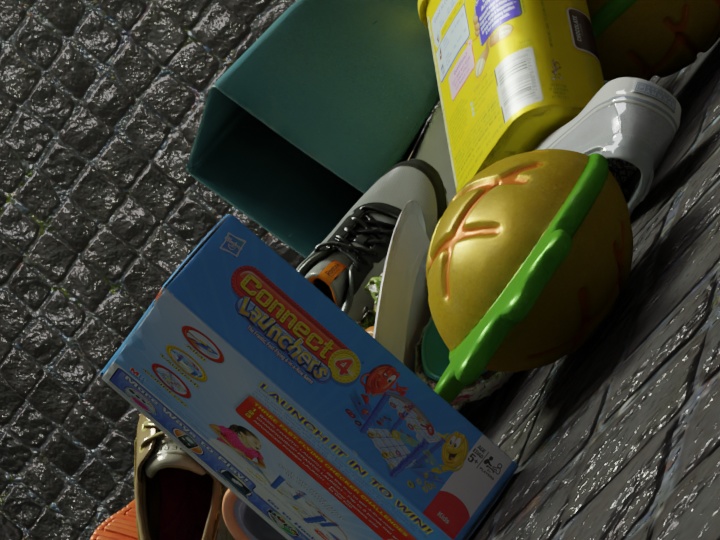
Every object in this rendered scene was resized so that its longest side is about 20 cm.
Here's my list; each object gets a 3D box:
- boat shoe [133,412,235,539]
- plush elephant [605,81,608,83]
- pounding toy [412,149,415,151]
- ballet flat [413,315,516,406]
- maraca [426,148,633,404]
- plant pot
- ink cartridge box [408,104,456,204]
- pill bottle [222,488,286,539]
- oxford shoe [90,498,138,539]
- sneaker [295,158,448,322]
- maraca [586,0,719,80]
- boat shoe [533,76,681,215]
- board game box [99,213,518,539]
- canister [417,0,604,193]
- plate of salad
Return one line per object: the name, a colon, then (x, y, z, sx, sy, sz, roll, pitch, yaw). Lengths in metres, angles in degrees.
boat shoe: (-0.121, 0.132, 1.450, 0.074, 0.201, 0.066, -7, -6, 12)
plush elephant: (0.141, -0.144, 1.675, 0.165, 0.155, 0.200, -49, 4, 27)
pounding toy: (0.068, -0.063, 1.949, 0.184, 0.142, 0.200, -50, 3, 5)
ballet flat: (0.079, 0.034, 1.328, 0.200, 0.075, 0.064, -68, -23, -52)
maraca: (0.087, 0.002, 1.131, 0.137, 0.107, 0.200, -57, 0, 24)
plant pot: (-0.010, -0.133, 1.590, 0.200, 0.141, 0.141, -53, -4, -27)
ink cartridge box: (0.049, -0.010, 1.586, 0.200, 0.083, 0.146, 116, 176, -61)
pill bottle: (-0.024, 0.115, 1.462, 0.106, 0.106, 0.200, -48, 4, 40)
oxford shoe: (-0.148, 0.203, 1.541, 0.200, 0.071, 0.073, -55, -22, -43)
sneaker: (0.000, 0.000, 1.418, 0.201, 0.074, 0.079, -57, -26, -27)
maraca: (0.230, -0.209, 1.536, 0.200, 0.107, 0.137, -35, -8, -18)
boat shoe: (0.146, -0.049, 1.349, 0.200, 0.072, 0.069, -43, 21, 60)
board game box: (-0.035, 0.080, 1.138, 0.056, 0.200, 0.196, -50, 3, -23)
canister: (0.106, -0.151, 1.468, 0.149, 0.086, 0.201, 123, 146, -51)
plate of salad: (0.016, 0.055, 1.327, 0.200, 0.048, 0.201, 5, -90, -79)
